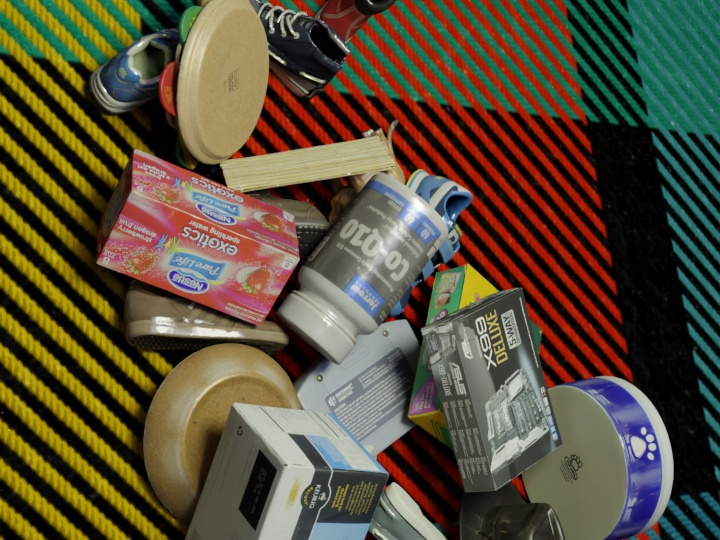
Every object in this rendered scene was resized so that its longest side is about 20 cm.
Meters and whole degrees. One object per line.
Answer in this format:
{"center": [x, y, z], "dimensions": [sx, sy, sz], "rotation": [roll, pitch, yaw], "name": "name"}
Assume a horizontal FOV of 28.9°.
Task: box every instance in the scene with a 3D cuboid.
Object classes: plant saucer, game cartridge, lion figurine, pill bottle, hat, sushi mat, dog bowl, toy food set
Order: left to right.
{"center": [-0.164, -0.218, 1.578], "dimensions": [0.202, 0.048, 0.199], "rotation": [83, 28, -41], "name": "toy food set"}
{"center": [-0.136, 0.181, 1.498], "dimensions": [0.198, 0.035, 0.203], "rotation": [-1, 92, -35], "name": "plant saucer"}
{"center": [-0.062, -0.123, 1.609], "dimensions": [0.197, 0.096, 0.012], "rotation": [-10, 115, -10], "name": "sushi mat"}
{"center": [0.000, 0.000, 1.591], "dimensions": [0.114, 0.114, 0.201], "rotation": [41, 81, -19], "name": "pill bottle"}
{"center": [0.005, 0.145, 1.651], "dimensions": [0.199, 0.041, 0.134], "rotation": [-31, 98, -39], "name": "game cartridge"}
{"center": [0.014, -0.099, 1.715], "dimensions": [0.200, 0.072, 0.123], "rotation": [-38, 105, -42], "name": "lion figurine"}
{"center": [0.198, 0.330, 1.671], "dimensions": [0.200, 0.081, 0.202], "rotation": [32, 43, -35], "name": "hat"}
{"center": [0.288, 0.235, 1.725], "dimensions": [0.078, 0.199, 0.203], "rotation": [-6, 78, -35], "name": "dog bowl"}

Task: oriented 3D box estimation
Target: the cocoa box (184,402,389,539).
{"center": [-0.081, 0.257, 1.431], "dimensions": [0.130, 0.133, 0.202], "rotation": [9, 108, -35], "name": "cocoa box"}

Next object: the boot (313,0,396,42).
{"center": [0.029, -0.378, 1.769], "dimensions": [0.072, 0.144, 0.201], "rotation": [40, 54, -17], "name": "boot"}

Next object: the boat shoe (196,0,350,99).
{"center": [-0.100, -0.297, 1.679], "dimensions": [0.199, 0.092, 0.075], "rotation": [37, 57, -22], "name": "boat shoe"}

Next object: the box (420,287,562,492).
{"center": [0.156, 0.138, 1.640], "dimensions": [0.157, 0.049, 0.202], "rotation": [-20, 97, -50], "name": "box"}

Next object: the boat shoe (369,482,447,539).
{"center": [0.074, 0.337, 1.636], "dimensions": [0.062, 0.073, 0.201], "rotation": [-36, 110, 5], "name": "boat shoe"}

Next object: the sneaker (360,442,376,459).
{"center": [-0.050, 0.279, 1.550], "dimensions": [0.202, 0.081, 0.074], "rotation": [-68, 160, -10], "name": "sneaker"}

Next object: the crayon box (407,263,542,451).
{"center": [0.145, 0.124, 1.716], "dimensions": [0.172, 0.058, 0.202], "rotation": [39, 51, -39], "name": "crayon box"}

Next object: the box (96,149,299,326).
{"center": [-0.174, -0.034, 1.498], "dimensions": [0.198, 0.100, 0.096], "rotation": [22, 27, -20], "name": "box"}

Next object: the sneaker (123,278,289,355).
{"center": [-0.166, 0.048, 1.534], "dimensions": [0.198, 0.070, 0.076], "rotation": [8, 65, -36], "name": "sneaker"}

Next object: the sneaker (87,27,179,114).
{"center": [-0.214, -0.236, 1.585], "dimensions": [0.200, 0.077, 0.076], "rotation": [-37, 96, -41], "name": "sneaker"}

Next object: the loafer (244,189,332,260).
{"center": [-0.127, -0.056, 1.608], "dimensions": [0.198, 0.073, 0.071], "rotation": [10, 35, -32], "name": "loafer"}

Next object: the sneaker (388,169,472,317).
{"center": [0.076, -0.033, 1.715], "dimensions": [0.074, 0.081, 0.202], "rotation": [67, 40, -60], "name": "sneaker"}
